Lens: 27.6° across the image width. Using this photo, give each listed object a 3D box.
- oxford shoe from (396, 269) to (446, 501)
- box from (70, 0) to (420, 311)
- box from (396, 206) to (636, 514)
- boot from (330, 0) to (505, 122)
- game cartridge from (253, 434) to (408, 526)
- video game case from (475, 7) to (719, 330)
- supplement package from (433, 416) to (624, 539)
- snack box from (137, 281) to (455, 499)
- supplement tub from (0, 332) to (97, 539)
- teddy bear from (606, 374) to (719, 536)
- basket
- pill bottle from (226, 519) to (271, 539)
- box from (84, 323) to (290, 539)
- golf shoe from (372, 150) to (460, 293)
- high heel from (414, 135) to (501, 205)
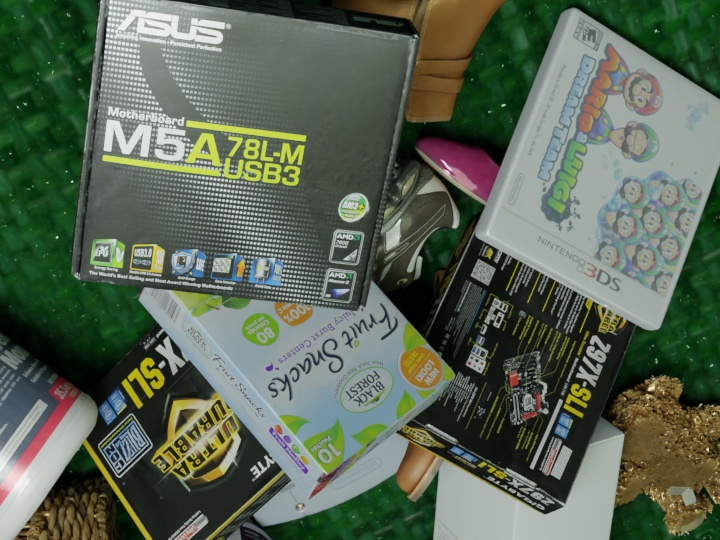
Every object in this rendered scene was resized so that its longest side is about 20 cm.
[{"bbox_3d":[0.058,0.093,1.225,0.071,0.071,0.201,21,69,-7],"label":"oxford shoe"},{"bbox_3d":[-0.077,-0.078,0.936,0.198,0.048,0.194,7,117,-11],"label":"box"},{"bbox_3d":[0.125,0.070,1.187,0.159,0.049,0.201,29,66,-7],"label":"box"},{"bbox_3d":[0.076,-0.189,1.125,0.198,0.074,0.156,2,115,1],"label":"boot"},{"bbox_3d":[-0.026,0.139,1.286,0.199,0.041,0.134,-28,115,3],"label":"game cartridge"},{"bbox_3d":[0.202,-0.080,1.178,0.181,0.024,0.201,27,78,-22],"label":"video game case"},{"bbox_3d":[0.143,0.215,1.295,0.117,0.117,0.201,-12,120,-28],"label":"supplement package"},{"bbox_3d":[-0.047,0.048,1.087,0.142,0.200,0.053,-33,166,-33],"label":"snack box"},{"bbox_3d":[-0.317,0.106,1.130,0.199,0.140,0.141,37,105,-6],"label":"supplement tub"},{"bbox_3d":[0.286,0.169,1.355,0.199,0.067,0.145,26,118,-28],"label":"teddy bear"},{"bbox_3d":[-0.271,0.262,1.202,0.148,0.200,0.144,-6,114,-6],"label":"basket"},{"bbox_3d":[-0.116,0.289,1.247,0.111,0.200,0.113,-5,118,-8],"label":"pill bottle"},{"bbox_3d":[-0.123,0.119,1.174,0.200,0.049,0.160,-43,73,25],"label":"box"},{"bbox_3d":[0.000,0.000,1.199,0.094,0.078,0.200,37,105,-25],"label":"golf shoe"},{"bbox_3d":[0.142,-0.088,1.192,0.199,0.067,0.096,26,101,-18],"label":"high heel"}]
